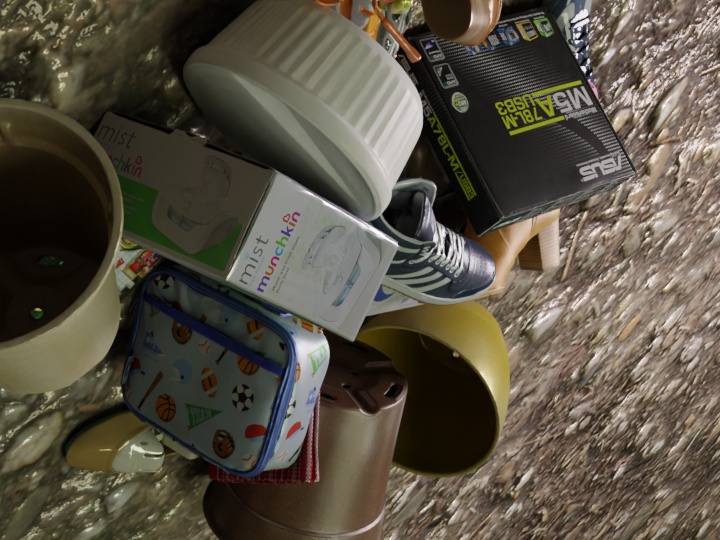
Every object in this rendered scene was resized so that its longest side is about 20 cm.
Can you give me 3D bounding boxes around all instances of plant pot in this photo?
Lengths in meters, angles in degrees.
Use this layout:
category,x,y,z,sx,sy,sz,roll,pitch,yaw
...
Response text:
category,x,y,z,sx,sy,sz,roll,pitch,yaw
plant pot,0.086,0.107,1.798,0.142,0.200,0.200,-50,161,-49
plant pot,-0.263,0.001,1.228,0.200,0.200,0.184,-39,161,-13
plant pot,-0.048,0.184,1.706,0.200,0.200,0.199,-12,127,-45

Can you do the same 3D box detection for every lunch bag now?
category,x,y,z,sx,sy,sz,roll,pitch,yaw
lunch bag,-0.128,0.082,1.459,0.076,0.200,0.161,-8,119,-54

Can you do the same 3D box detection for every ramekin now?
category,x,y,z,sx,sy,sz,roll,pitch,yaw
ramekin,-0.039,-0.138,1.324,0.094,0.202,0.202,-52,152,-14

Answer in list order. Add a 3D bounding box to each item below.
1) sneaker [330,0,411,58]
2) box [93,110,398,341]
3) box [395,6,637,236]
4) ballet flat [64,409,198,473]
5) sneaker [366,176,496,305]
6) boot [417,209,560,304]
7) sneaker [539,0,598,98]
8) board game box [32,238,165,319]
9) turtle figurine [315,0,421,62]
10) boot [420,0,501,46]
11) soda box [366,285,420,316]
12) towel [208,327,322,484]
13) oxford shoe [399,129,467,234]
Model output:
category,x,y,z,sx,sy,sz,roll,pitch,yaw
sneaker,0.007,-0.201,1.421,0.077,0.078,0.200,-33,150,-39
box,-0.103,-0.039,1.312,0.176,0.200,0.097,27,86,-52
box,0.147,-0.146,1.548,0.200,0.193,0.048,-18,165,-39
ballet flat,-0.195,0.164,1.603,0.200,0.063,0.069,-18,141,-40
sneaker,0.064,-0.025,1.438,0.200,0.070,0.108,13,153,-33
boot,0.118,-0.054,1.577,0.201,0.071,0.144,-20,104,-40
sneaker,0.219,-0.211,1.666,0.070,0.082,0.200,-29,145,-28
board game box,-0.243,0.011,1.405,0.200,0.023,0.105,-45,148,-4
turtle figurine,-0.001,-0.260,1.274,0.161,0.200,0.064,-49,179,-26
boot,0.082,-0.294,1.403,0.155,0.074,0.200,-34,122,-71
soda box,0.000,0.000,1.539,0.200,0.068,0.064,-8,126,-54
towel,-0.090,0.129,1.536,0.022,0.200,0.145,6,82,-31
oxford shoe,0.078,-0.089,1.617,0.200,0.084,0.073,64,31,-62
